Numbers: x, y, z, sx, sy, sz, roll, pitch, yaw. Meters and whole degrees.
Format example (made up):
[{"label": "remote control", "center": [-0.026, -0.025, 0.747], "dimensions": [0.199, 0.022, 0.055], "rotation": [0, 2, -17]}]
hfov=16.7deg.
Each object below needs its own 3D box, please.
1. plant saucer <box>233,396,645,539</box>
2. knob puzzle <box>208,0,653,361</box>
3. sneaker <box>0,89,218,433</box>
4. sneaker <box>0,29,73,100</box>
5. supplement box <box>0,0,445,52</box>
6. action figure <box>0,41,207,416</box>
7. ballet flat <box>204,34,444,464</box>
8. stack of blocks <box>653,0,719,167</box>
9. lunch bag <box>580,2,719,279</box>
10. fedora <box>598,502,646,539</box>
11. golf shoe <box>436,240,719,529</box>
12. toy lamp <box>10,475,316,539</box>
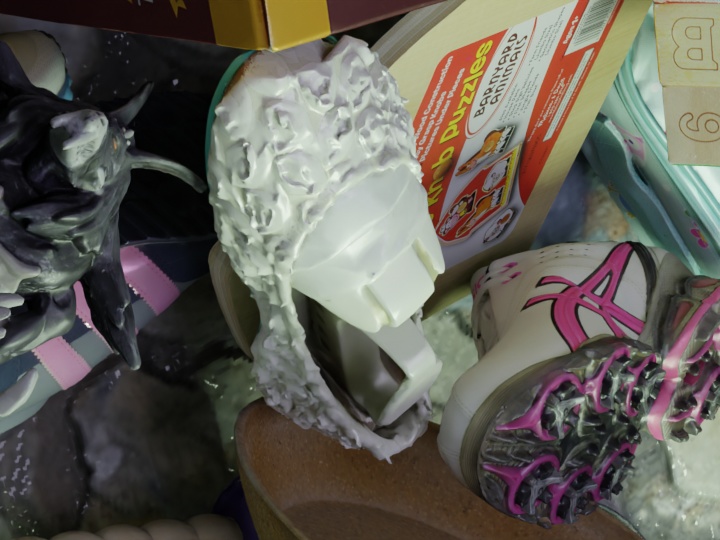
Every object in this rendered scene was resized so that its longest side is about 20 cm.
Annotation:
[{"label": "plant saucer", "center": [0.041, 0.108, 0.814], "dimensions": [0.199, 0.200, 0.036], "rotation": [15, 109, -40]}, {"label": "knob puzzle", "center": [0.016, -0.041, 0.837], "dimensions": [0.219, 0.030, 0.220], "rotation": [-40, 157, -20]}, {"label": "sneaker", "center": [-0.102, 0.005, 0.799], "dimensions": [0.199, 0.070, 0.082], "rotation": [-29, 154, -42]}, {"label": "sneaker", "center": [-0.174, -0.043, 0.716], "dimensions": [0.199, 0.075, 0.087], "rotation": [-28, 111, -32]}, {"label": "supplement box", "center": [-0.017, -0.159, 0.734], "dimensions": [0.199, 0.197, 0.134], "rotation": [-20, 111, -35]}, {"label": "action figure", "center": [-0.124, -0.010, 0.655], "dimensions": [0.199, 0.102, 0.120], "rotation": [-25, 89, -24]}, {"label": "ballet flat", "center": [0.000, 0.000, 0.748], "dimensions": [0.072, 0.072, 0.200], "rotation": [-50, 160, -19]}, {"label": "stack of blocks", "center": [0.140, -0.147, 0.822], "dimensions": [0.115, 0.058, 0.201], "rotation": [-43, 131, -54]}, {"label": "lunch bag", "center": [0.161, -0.072, 0.977], "dimensions": [0.161, 0.077, 0.200], "rotation": [-52, 125, -19]}, {"label": "fedora", "center": [0.089, 0.195, 0.965], "dimensions": [0.200, 0.091, 0.202], "rotation": [-10, 106, -38]}, {"label": "golf shoe", "center": [0.069, 0.035, 0.888], "dimensions": [0.200, 0.092, 0.073], "rotation": [-20, 132, -60]}, {"label": "toy lamp", "center": [-0.106, 0.097, 0.811], "dimensions": [0.199, 0.058, 0.059], "rotation": [-1, 100, -42]}]
